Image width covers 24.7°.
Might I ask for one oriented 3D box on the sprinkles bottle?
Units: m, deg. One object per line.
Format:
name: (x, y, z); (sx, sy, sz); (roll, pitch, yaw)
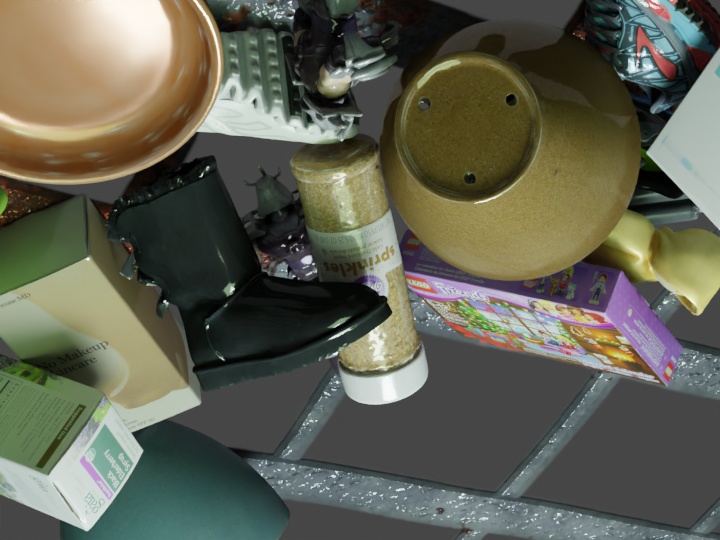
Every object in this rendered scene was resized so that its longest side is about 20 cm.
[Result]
sprinkles bottle: (0.000, 0.000, 1.228); (0.068, 0.068, 0.201); (-14, 116, -1)

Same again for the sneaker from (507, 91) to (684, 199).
sneaker: (0.173, -0.102, 1.235); (0.198, 0.083, 0.071); (15, 130, -27)

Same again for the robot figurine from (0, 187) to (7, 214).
robot figurine: (-0.343, -0.005, 1.171); (0.200, 0.116, 0.176); (-36, 106, 24)

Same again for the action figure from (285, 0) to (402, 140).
action figure: (-0.016, -0.177, 1.061); (0.069, 0.130, 0.201); (-14, 120, -23)

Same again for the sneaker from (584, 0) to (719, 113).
sneaker: (0.194, -0.174, 1.171); (0.095, 0.080, 0.200); (-33, 134, 22)

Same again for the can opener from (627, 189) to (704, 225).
can opener: (0.262, -0.056, 1.326); (0.198, 0.067, 0.053); (-4, 136, -4)

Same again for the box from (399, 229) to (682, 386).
box: (0.138, 0.029, 1.296); (0.199, 0.039, 0.137); (12, 160, 37)

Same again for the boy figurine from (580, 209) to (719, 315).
boy figurine: (0.189, -0.015, 1.268); (0.199, 0.065, 0.124); (17, 164, 26)

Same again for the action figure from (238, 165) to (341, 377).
action figure: (-0.038, -0.004, 1.294); (0.129, 0.070, 0.201); (-20, 124, 15)

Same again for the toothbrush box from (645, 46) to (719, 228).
toothbrush box: (0.325, -0.124, 1.194); (0.199, 0.085, 0.147); (-17, 148, -43)

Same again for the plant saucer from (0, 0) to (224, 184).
plant saucer: (-0.185, -0.136, 1.025); (0.198, 0.038, 0.201); (-6, 139, -5)

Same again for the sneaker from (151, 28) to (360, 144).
sneaker: (-0.093, -0.128, 1.156); (0.199, 0.076, 0.081); (13, 150, -29)

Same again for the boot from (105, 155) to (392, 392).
boot: (-0.087, -0.006, 1.195); (0.197, 0.073, 0.163); (-18, 101, 40)

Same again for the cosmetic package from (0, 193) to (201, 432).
cosmetic package: (-0.212, 0.042, 1.289); (0.105, 0.071, 0.200); (-22, 137, 9)

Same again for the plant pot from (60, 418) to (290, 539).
plant pot: (-0.180, 0.206, 1.407); (0.199, 0.200, 0.135); (-30, 99, 16)

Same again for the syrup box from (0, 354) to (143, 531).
syrup box: (-0.274, 0.120, 1.267); (0.199, 0.082, 0.079); (15, 148, 31)

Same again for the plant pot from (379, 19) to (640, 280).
plant pot: (0.086, -0.088, 1.088); (0.185, 0.187, 0.200); (-25, 173, 12)
